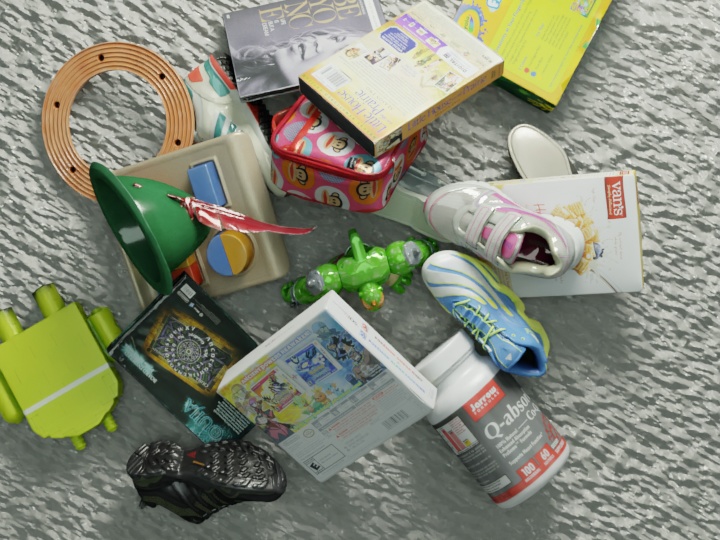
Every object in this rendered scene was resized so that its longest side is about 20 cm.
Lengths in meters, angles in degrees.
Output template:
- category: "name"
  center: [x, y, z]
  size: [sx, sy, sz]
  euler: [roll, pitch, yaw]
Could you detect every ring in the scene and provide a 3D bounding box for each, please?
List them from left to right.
- category: "ring"
  center: [-0.301, -0.183, 1.490]
  size: [0.198, 0.019, 0.203]
  euler: [1, 95, 10]

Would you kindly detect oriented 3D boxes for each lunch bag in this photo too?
- category: "lunch bag"
  center: [-0.022, -0.163, 1.433]
  size: [0.174, 0.082, 0.201]
  euler: [16, 45, 15]

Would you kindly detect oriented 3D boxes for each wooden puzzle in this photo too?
- category: "wooden puzzle"
  center: [-0.205, -0.054, 1.460]
  size: [0.198, 0.046, 0.187]
  euler: [-16, 99, 10]

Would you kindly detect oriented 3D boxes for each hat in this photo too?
- category: "hat"
  center: [-0.195, -0.079, 1.409]
  size: [0.175, 0.165, 0.201]
  euler: [-32, 94, -20]

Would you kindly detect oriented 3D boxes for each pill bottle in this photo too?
- category: "pill bottle"
  center: [0.152, 0.178, 1.455]
  size: [0.116, 0.116, 0.200]
  euler: [-40, 89, -2]

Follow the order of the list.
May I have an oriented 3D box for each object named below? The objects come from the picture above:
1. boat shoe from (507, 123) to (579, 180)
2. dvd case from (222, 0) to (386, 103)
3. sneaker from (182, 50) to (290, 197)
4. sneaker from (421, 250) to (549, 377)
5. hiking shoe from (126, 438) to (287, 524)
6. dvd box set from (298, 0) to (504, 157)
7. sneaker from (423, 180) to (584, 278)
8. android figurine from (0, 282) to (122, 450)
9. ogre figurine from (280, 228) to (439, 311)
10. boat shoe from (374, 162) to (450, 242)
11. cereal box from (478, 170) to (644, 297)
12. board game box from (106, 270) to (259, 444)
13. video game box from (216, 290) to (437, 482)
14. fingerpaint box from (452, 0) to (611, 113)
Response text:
- category: "boat shoe"
  center: [0.255, -0.098, 1.504]
  size: [0.067, 0.057, 0.200]
  euler: [-42, 84, -6]
- category: "dvd case"
  center: [-0.064, -0.285, 1.476]
  size: [0.198, 0.016, 0.150]
  euler: [-13, 55, -4]
- category: "sneaker"
  center: [-0.157, -0.169, 1.495]
  size: [0.093, 0.070, 0.201]
  euler: [-30, 93, 19]
- category: "sneaker"
  center: [0.159, 0.057, 1.428]
  size: [0.199, 0.105, 0.076]
  euler: [36, 105, -19]
- category: "hiking shoe"
  center: [-0.183, 0.263, 1.464]
  size: [0.198, 0.076, 0.101]
  euler: [5, 131, 11]
- category: "dvd box set"
  center: [0.048, -0.227, 1.395]
  size: [0.199, 0.030, 0.146]
  euler: [-35, 58, -21]
- category: "sneaker"
  center: [0.167, -0.047, 1.407]
  size: [0.198, 0.088, 0.082]
  euler: [17, 108, 9]
- category: "android figurine"
  center: [-0.374, 0.124, 1.484]
  size: [0.181, 0.041, 0.201]
  euler: [-31, 88, -2]
- category: "ogre figurine"
  center: [0.000, 0.000, 1.457]
  size: [0.198, 0.120, 0.099]
  euler: [2, 88, 0]
- category: "boat shoe"
  center: [0.050, -0.106, 1.502]
  size: [0.199, 0.073, 0.062]
  euler: [29, 45, 7]
- category: "cereal box"
  center: [0.242, -0.042, 1.459]
  size: [0.198, 0.040, 0.146]
  euler: [-4, 102, 18]
- category: "board game box"
  center: [-0.194, 0.118, 1.464]
  size: [0.135, 0.028, 0.200]
  euler: [-44, 108, -2]
- category: "video game box"
  center: [-0.041, 0.142, 1.418]
  size: [0.182, 0.047, 0.199]
  euler: [43, 122, -18]
- category: "fingerpaint box"
  center: [0.214, -0.327, 1.495]
  size: [0.166, 0.073, 0.201]
  euler: [28, 88, 0]
